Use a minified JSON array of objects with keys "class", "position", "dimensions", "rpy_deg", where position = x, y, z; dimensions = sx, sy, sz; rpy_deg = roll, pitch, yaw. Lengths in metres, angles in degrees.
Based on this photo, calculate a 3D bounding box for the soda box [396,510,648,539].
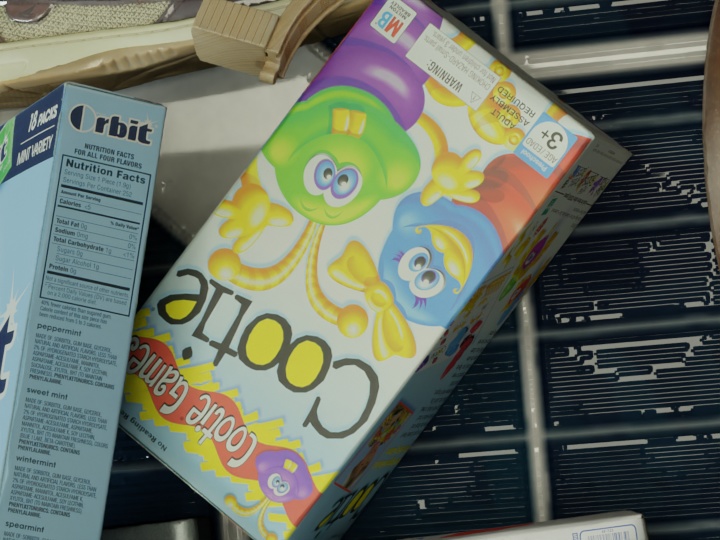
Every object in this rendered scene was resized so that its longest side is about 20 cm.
[{"class":"soda box","position":[0.016,0.136,1.168],"dimensions":[0.200,0.068,0.064],"rpy_deg":[-7,87,3]}]

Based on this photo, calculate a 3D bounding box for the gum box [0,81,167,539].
[{"class":"gum box","position":[-0.136,0.043,1.156],"dimensions":[0.044,0.170,0.200],"rpy_deg":[13,77,-21]}]

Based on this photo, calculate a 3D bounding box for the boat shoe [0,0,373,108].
[{"class":"boat shoe","position":[-0.074,-0.114,1.212],"dimensions":[0.200,0.072,0.065],"rpy_deg":[-12,87,16]}]

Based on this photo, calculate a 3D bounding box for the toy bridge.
[{"class":"toy bridge","position":[-0.002,-0.156,1.176],"dimensions":[0.067,0.027,0.200],"rpy_deg":[16,65,12]}]

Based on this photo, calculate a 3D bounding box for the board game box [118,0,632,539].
[{"class":"board game box","position":[0.000,0.000,1.173],"dimensions":[0.103,0.105,0.200],"rpy_deg":[38,96,12]}]

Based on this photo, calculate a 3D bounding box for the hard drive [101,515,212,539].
[{"class":"hard drive","position":[-0.119,0.207,1.232],"dimensions":[0.139,0.033,0.200],"rpy_deg":[-8,86,13]}]

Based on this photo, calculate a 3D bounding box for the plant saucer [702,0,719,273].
[{"class":"plant saucer","position":[0.176,-0.037,1.101],"dimensions":[0.034,0.200,0.201],"rpy_deg":[-6,87,-13]}]
